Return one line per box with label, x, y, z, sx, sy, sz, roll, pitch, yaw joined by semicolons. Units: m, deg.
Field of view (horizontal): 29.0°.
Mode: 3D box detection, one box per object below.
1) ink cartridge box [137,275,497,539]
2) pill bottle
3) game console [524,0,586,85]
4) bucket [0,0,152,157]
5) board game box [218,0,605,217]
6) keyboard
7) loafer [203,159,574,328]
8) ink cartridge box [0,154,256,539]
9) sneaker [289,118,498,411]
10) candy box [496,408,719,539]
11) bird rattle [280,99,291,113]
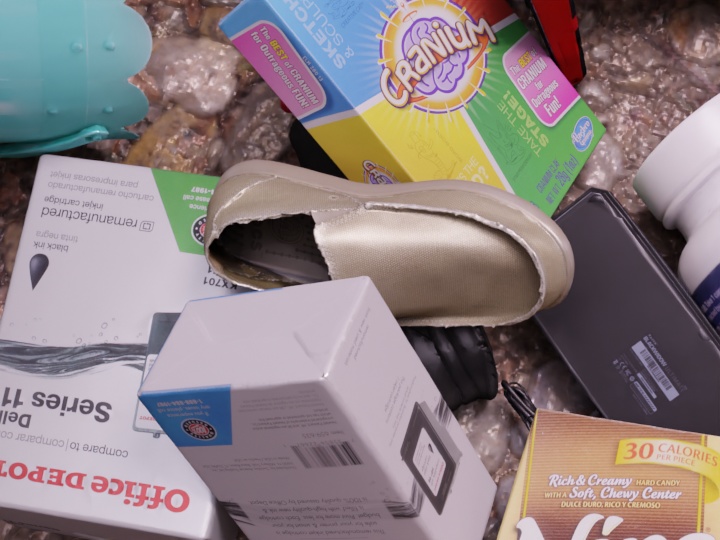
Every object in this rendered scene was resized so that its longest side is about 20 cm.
ink cartridge box;-0.009;0.101;0.712;0.114;0.201;0.067;-7;41;31
pill bottle;0.242;0.002;0.748;0.119;0.120;0.201;-35;74;-6
game console;0.096;-0.228;0.803;0.031;0.177;0.203;-10;72;10
bucket;-0.204;-0.165;0.782;0.133;0.207;0.210;-8;71;-19
board game box;0.035;-0.103;0.761;0.200;0.040;0.153;49;50;-14
keyboard;0.143;0.069;0.764;0.127;0.021;0.201;-37;80;15
loafer;0.007;-0.004;0.698;0.197;0.077;0.068;8;37;20
ink cartridge box;-0.127;0.050;0.786;0.144;0.083;0.203;7;74;7
sneaker;0.000;0.000;0.797;0.090;0.076;0.202;-29;72;0
candy box;0.117;0.175;0.677;0.114;0.055;0.202;6;61;28
bird rattle;0.019;-0.186;0.841;0.161;0.113;0.203;-14;75;-17
